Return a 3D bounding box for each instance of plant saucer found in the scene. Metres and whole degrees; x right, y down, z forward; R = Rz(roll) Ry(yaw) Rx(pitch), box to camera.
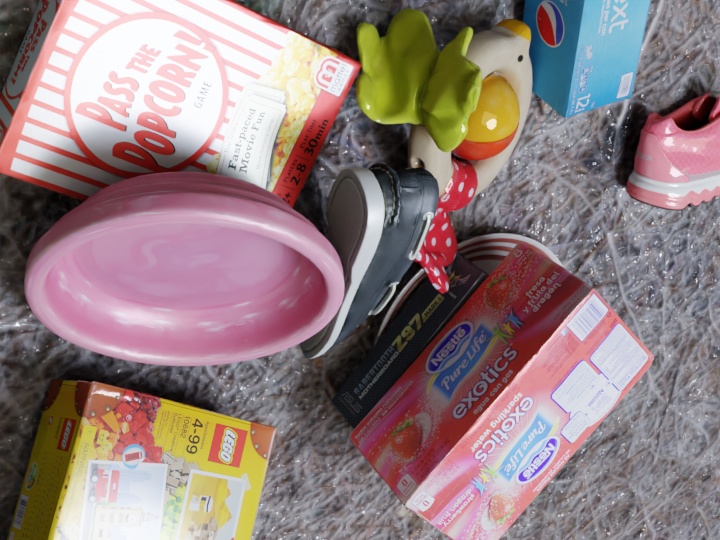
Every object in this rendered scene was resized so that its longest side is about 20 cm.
[{"bbox_3d":[-0.111,-0.001,0.685,0.199,0.051,0.201,-3,151,-2],"label":"plant saucer"}]

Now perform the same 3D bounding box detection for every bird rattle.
[{"bbox_3d":[0.074,-0.093,0.769,0.163,0.112,0.201,-37,135,-31],"label":"bird rattle"}]

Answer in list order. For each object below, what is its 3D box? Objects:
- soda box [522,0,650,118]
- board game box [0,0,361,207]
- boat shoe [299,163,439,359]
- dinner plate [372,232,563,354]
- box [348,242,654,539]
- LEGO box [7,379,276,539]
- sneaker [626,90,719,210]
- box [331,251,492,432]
[{"bbox_3d":[0.162,-0.213,0.748,0.064,0.068,0.201,-19,135,-21],"label":"soda box"},{"bbox_3d":[-0.118,-0.106,0.681,0.199,0.046,0.152,18,104,-35],"label":"board game box"},{"bbox_3d":[0.000,0.000,0.744,0.060,0.076,0.200,-8,155,-23],"label":"boat shoe"},{"bbox_3d":[0.093,0.059,0.901,0.199,0.024,0.201,-14,120,-25],"label":"dinner plate"},{"bbox_3d":[0.104,0.095,0.790,0.200,0.095,0.103,-49,125,0],"label":"box"},{"bbox_3d":[-0.159,0.189,0.737,0.148,0.077,0.201,20,76,-33],"label":"LEGO box"},{"bbox_3d":[0.319,-0.113,0.913,0.199,0.074,0.087,-16,119,-22],"label":"sneaker"},{"bbox_3d":[0.095,0.102,0.878,0.158,0.051,0.200,-51,126,2],"label":"box"}]
